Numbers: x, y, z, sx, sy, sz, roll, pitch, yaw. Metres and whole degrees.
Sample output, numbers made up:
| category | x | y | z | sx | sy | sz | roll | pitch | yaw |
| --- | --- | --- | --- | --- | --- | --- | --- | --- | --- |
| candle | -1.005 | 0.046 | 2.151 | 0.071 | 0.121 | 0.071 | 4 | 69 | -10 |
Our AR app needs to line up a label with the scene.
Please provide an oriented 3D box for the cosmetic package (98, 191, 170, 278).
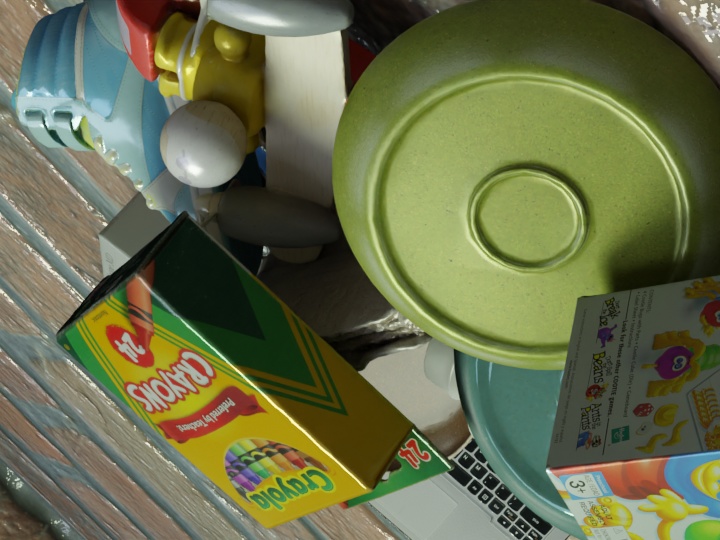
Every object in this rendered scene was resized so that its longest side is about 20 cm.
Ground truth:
| category | x | y | z | sx | sy | sz | roll | pitch | yaw |
| --- | --- | --- | --- | --- | --- | --- | --- | --- | --- |
| cosmetic package | -0.110 | 0.026 | 1.305 | 0.200 | 0.071 | 0.101 | 37 | 159 | 10 |

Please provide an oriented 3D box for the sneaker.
| category | x | y | z | sx | sy | sz | roll | pitch | yaw |
| --- | --- | --- | --- | --- | --- | --- | --- | --- | --- |
| sneaker | -0.138 | -0.074 | 0.988 | 0.080 | 0.130 | 0.201 | -21 | -82 | -72 |

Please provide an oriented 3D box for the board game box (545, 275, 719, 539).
| category | x | y | z | sx | sy | sz | roll | pitch | yaw |
| --- | --- | --- | --- | --- | --- | --- | --- | --- | --- |
| board game box | 0.197 | 0.066 | 0.704 | 0.200 | 0.105 | 0.103 | -10 | 132 | 29 |

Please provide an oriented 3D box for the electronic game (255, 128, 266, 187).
| category | x | y | z | sx | sy | sz | roll | pitch | yaw |
| --- | --- | --- | --- | --- | --- | --- | --- | --- | --- |
| electronic game | -0.102 | -0.078 | 1.127 | 0.200 | 0.042 | 0.200 | 35 | 159 | 16 |

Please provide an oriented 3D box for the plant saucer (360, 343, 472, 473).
| category | x | y | z | sx | sy | sz | roll | pitch | yaw |
| --- | --- | --- | --- | --- | --- | --- | --- | --- | --- |
| plant saucer | 0.000 | 0.043 | 1.085 | 0.200 | 0.032 | 0.201 | 15 | 124 | 23 |

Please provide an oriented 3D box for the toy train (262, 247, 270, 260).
| category | x | y | z | sx | sy | sz | roll | pitch | yaw |
| --- | --- | --- | --- | --- | --- | --- | --- | --- | --- |
| toy train | -0.098 | -0.080 | 1.034 | 0.046 | 0.034 | 0.200 | -27 | 100 | 34 |

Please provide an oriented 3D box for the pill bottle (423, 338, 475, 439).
| category | x | y | z | sx | sy | sz | roll | pitch | yaw |
| --- | --- | --- | --- | --- | --- | --- | --- | --- | --- |
| pill bottle | 0.138 | 0.080 | 0.934 | 0.200 | 0.109 | 0.109 | 32 | 157 | 23 |

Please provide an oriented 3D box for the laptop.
| category | x | y | z | sx | sy | sz | roll | pitch | yaw |
| --- | --- | --- | --- | --- | --- | --- | --- | --- | --- |
| laptop | 0.082 | 0.121 | 1.112 | 0.187 | 0.200 | 0.116 | 41 | -168 | 2 |

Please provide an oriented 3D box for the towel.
| category | x | y | z | sx | sy | sz | roll | pitch | yaw |
| --- | --- | --- | --- | --- | --- | --- | --- | --- | --- |
| towel | 0.000 | 0.000 | 0.935 | 0.034 | 0.133 | 0.200 | 46 | 147 | -23 |

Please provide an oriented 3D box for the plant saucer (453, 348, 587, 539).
| category | x | y | z | sx | sy | sz | roll | pitch | yaw |
| --- | --- | --- | --- | --- | --- | --- | --- | --- | --- |
| plant saucer | 0.127 | 0.058 | 0.846 | 0.200 | 0.036 | 0.201 | 9 | 107 | 31 |

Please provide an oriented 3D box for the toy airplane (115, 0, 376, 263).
| category | x | y | z | sx | sy | sz | roll | pitch | yaw |
| --- | --- | --- | --- | --- | --- | --- | --- | --- | --- |
| toy airplane | -0.039 | -0.085 | 0.851 | 0.199 | 0.141 | 0.200 | -5 | 123 | 53 |

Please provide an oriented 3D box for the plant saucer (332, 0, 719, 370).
| category | x | y | z | sx | sy | sz | roll | pitch | yaw |
| --- | --- | --- | --- | --- | --- | --- | --- | --- | --- |
| plant saucer | 0.080 | -0.030 | 0.765 | 0.199 | 0.031 | 0.200 | 7 | 123 | 11 |

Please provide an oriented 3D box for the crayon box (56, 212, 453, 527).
| category | x | y | z | sx | sy | sz | roll | pitch | yaw |
| --- | --- | --- | --- | --- | --- | --- | --- | --- | --- |
| crayon box | -0.060 | 0.071 | 0.897 | 0.200 | 0.051 | 0.127 | 43 | 147 | -10 |

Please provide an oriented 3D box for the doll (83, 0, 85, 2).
| category | x | y | z | sx | sy | sz | roll | pitch | yaw |
| --- | --- | --- | --- | --- | --- | --- | --- | --- | --- |
| doll | -0.185 | -0.239 | 0.941 | 0.136 | 0.049 | 0.200 | 17 | 149 | 27 |
